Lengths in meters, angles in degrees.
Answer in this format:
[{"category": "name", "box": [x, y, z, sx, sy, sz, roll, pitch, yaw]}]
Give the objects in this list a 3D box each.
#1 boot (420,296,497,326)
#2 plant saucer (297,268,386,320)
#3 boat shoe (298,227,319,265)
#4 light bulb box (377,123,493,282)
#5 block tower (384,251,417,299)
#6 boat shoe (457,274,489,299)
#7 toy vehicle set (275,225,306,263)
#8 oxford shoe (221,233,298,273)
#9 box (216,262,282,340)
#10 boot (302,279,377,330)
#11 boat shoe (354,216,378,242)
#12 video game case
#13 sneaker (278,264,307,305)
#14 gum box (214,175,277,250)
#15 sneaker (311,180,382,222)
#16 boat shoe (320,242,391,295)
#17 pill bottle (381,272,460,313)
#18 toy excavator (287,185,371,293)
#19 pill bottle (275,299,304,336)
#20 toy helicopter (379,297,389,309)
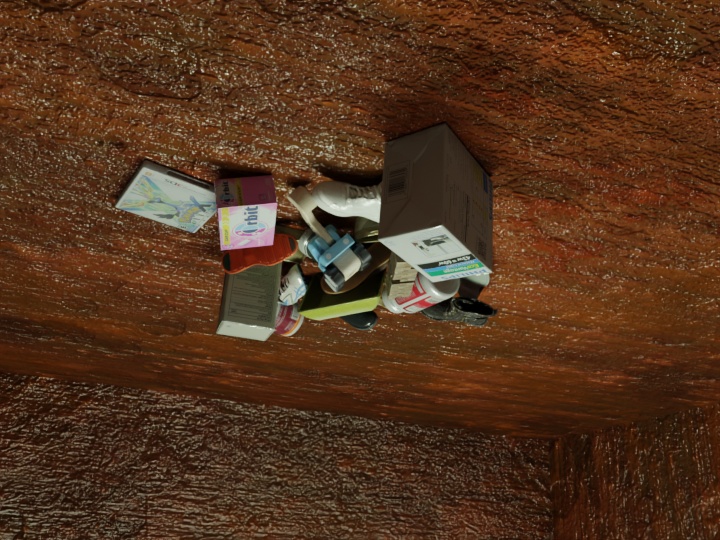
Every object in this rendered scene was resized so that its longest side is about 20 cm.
[{"category": "boot", "box": [0.238, 0.089, 1.556, 0.198, 0.070, 0.174, 10, 170, 12]}, {"category": "plant saucer", "box": [-0.031, 0.051, 1.480, 0.198, 0.200, 0.048, -12, 114, 14]}, {"category": "boat shoe", "box": [-0.073, -0.039, 1.432, 0.064, 0.071, 0.200, 39, 180, 27]}, {"category": "light bulb box", "box": [0.139, -0.110, 1.104, 0.124, 0.200, 0.200, -10, 152, 33]}, {"category": "block tower", "box": [0.093, 0.001, 1.399, 0.057, 0.054, 0.200, -4, 156, -7]}, {"category": "boat shoe", "box": [0.281, 0.012, 1.533, 0.075, 0.061, 0.200, 28, 159, 7]}, {"category": "toy vehicle set", "box": [-0.216, -0.069, 1.457, 0.199, 0.027, 0.124, 12, 155, -18]}, {"category": "oxford shoe", "box": [-0.220, -0.043, 1.425, 0.199, 0.072, 0.072, -12, 180, 25]}, {"category": "box", "box": [-0.270, 0.056, 1.530, 0.127, 0.201, 0.109, 12, 156, -18]}, {"category": "boot", "box": [-0.065, 0.090, 1.699, 0.164, 0.066, 0.200, 15, 164, 38]}, {"category": "boat shoe", "box": [0.086, -0.082, 1.339, 0.199, 0.064, 0.073, 6, 156, -5]}, {"category": "video game case", "box": [-0.395, -0.148, 1.312, 0.181, 0.022, 0.200, 19, 152, -30]}, {"category": "sneaker", "box": [-0.180, 0.042, 1.580, 0.072, 0.072, 0.200, -14, 163, -22]}, {"category": "gum box", "box": [-0.235, -0.112, 1.284, 0.113, 0.067, 0.200, -7, 158, -13]}, {"category": "sneaker", "box": [0.016, -0.150, 1.199, 0.199, 0.074, 0.115, 8, 156, -34]}, {"category": "boat shoe", "box": [0.000, 0.000, 1.434, 0.199, 0.071, 0.070, -29, 165, -10]}, {"category": "pill bottle", "box": [0.142, 0.039, 1.545, 0.112, 0.113, 0.200, 17, 153, -29]}, {"category": "toy excavator", "box": [-0.077, -0.067, 1.307, 0.200, 0.100, 0.195, 48, 170, 5]}, {"category": "pill bottle", "box": [-0.262, 0.103, 1.741, 0.114, 0.115, 0.199, -16, 149, 37]}, {"category": "toy helicopter", "box": [0.003, 0.060, 1.639, 0.199, 0.079, 0.132, 24, 180, -5]}]
